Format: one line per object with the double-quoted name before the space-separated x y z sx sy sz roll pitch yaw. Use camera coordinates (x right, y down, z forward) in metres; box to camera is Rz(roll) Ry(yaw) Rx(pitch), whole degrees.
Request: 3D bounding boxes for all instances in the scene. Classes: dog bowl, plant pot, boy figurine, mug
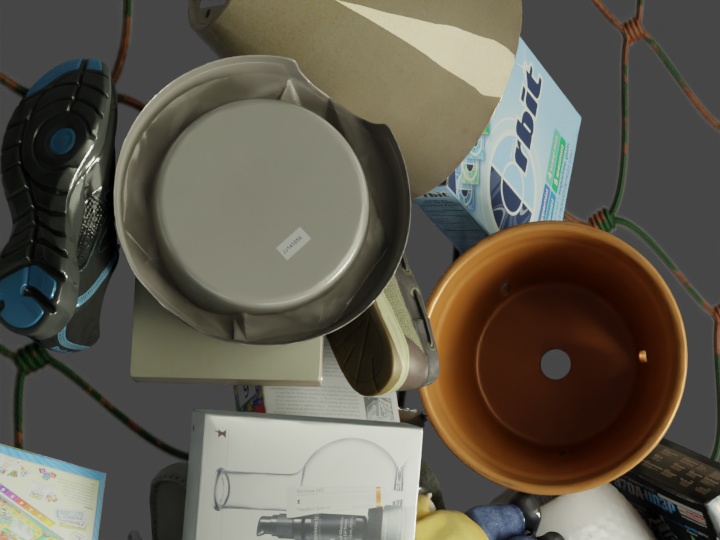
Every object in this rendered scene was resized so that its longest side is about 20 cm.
"dog bowl" -0.067 -0.041 1.579 0.199 0.059 0.201 1 77 -6
"plant pot" -0.017 -0.175 1.703 0.199 0.187 0.188 24 65 -26
"plant pot" 0.145 0.069 1.782 0.140 0.199 0.201 40 43 -83
"boy figurine" 0.060 0.212 1.663 0.199 0.065 0.125 -10 53 -43
"mug" 0.173 0.240 1.835 0.176 0.147 0.200 64 15 -10

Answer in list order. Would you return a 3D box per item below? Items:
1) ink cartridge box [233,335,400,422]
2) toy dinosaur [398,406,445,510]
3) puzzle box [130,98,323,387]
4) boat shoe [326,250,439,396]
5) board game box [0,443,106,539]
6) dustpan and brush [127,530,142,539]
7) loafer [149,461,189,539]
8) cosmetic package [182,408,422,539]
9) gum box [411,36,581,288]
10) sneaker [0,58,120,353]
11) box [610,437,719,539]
"ink cartridge box" -0.031 0.097 1.656 0.108 0.050 0.201 5 64 -28
"toy dinosaur" 0.028 0.174 1.732 0.102 0.077 0.201 -27 97 -31
"puzzle box" -0.087 -0.020 1.627 0.025 0.132 0.201 73 19 -76
"boat shoe" 0.000 0.000 1.656 0.065 0.073 0.201 8 56 -43
"board game box" -0.254 0.172 1.474 0.199 0.034 0.135 22 67 -41
"dustpan and brush" -0.150 0.254 1.526 0.057 0.140 0.201 3 50 -27
"loafer" -0.105 0.230 1.589 0.070 0.070 0.201 -22 97 -51
"cosmetic package" -0.043 0.196 1.553 0.150 0.052 0.201 4 89 -13
"gum box" 0.106 -0.094 1.851 0.200 0.044 0.171 45 51 -52
"sneaker" -0.196 -0.043 1.567 0.082 0.073 0.201 43 53 -59
"box" 0.258 0.212 1.835 0.046 0.200 0.160 -30 110 -17
